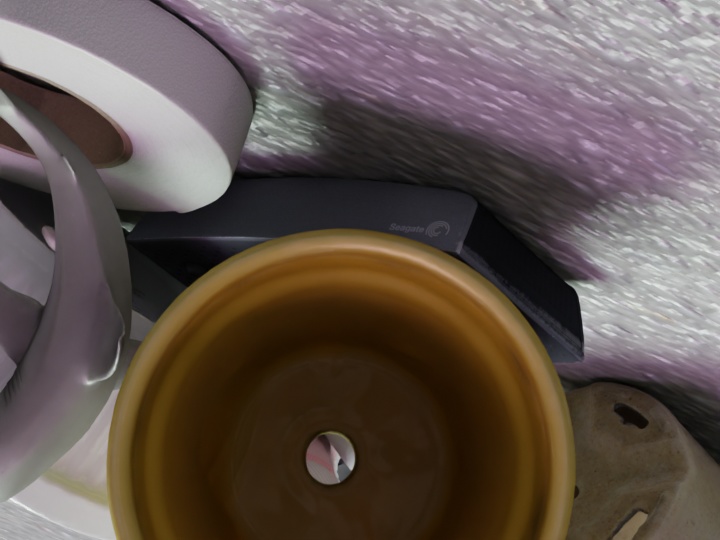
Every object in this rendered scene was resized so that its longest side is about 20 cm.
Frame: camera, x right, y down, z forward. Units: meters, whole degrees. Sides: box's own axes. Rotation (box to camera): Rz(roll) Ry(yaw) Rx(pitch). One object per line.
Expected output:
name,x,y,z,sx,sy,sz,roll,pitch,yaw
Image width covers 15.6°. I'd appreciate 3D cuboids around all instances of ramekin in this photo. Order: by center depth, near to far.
ramekin,-0.155,0.032,1.303,0.200,0.105,0.200,37,-172,-6

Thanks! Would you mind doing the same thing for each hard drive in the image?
hard drive,0.000,0.000,1.270,0.200,0.042,0.135,2,156,38

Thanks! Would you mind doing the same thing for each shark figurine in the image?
shark figurine,-0.128,0.003,1.156,0.128,0.215,0.089,-9,-161,-16

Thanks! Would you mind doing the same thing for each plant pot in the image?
plant pot,-0.011,0.088,1.191,0.200,0.201,0.189,19,176,-1
plant pot,0.144,0.163,1.401,0.200,0.201,0.184,4,145,35

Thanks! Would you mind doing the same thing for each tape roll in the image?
tape roll,-0.147,-0.086,1.179,0.202,0.037,0.203,17,160,6

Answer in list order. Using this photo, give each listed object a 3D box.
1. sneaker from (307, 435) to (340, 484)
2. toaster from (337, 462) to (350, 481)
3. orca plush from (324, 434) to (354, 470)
sneaker,-0.044,0.118,1.454,0.105,0.075,0.200,59,-169,18
toaster,0.061,0.197,1.641,0.200,0.119,0.181,23,161,-14
orca plush,0.041,0.105,1.471,0.200,0.071,0.105,55,-170,-16
